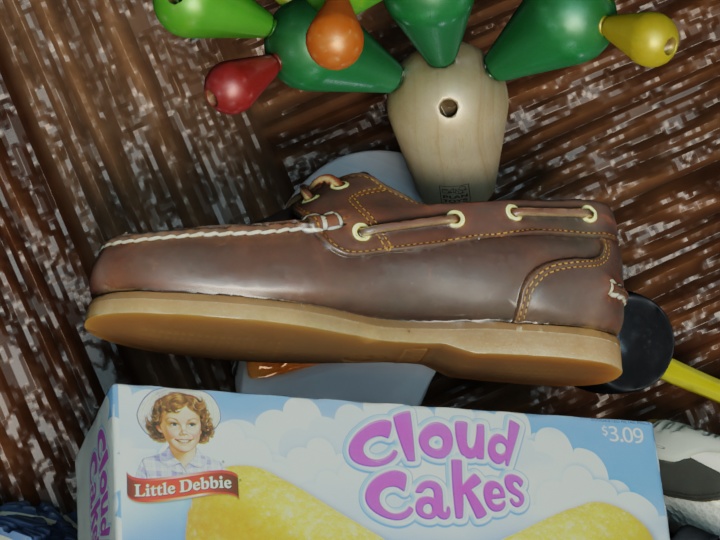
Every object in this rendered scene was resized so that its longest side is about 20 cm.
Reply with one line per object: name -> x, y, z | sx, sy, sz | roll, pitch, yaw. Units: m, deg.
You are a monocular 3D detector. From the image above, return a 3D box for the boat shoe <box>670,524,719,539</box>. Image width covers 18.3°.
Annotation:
boat shoe -> 0.094, 0.181, 0.849 | 0.062, 0.075, 0.201 | 36, 108, 14

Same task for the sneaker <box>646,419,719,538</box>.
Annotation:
sneaker -> 0.171, 0.144, 0.874 | 0.200, 0.076, 0.088 | 41, 82, -4

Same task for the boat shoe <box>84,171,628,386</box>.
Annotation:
boat shoe -> 0.000, 0.000, 0.806 | 0.199, 0.070, 0.071 | 5, 77, -17

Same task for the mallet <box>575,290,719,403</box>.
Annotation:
mallet -> 0.160, 0.056, 0.902 | 0.199, 0.066, 0.041 | 24, 85, -21

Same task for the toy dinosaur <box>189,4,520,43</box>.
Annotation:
toy dinosaur -> 0.007, -0.169, 0.833 | 0.200, 0.105, 0.181 | -35, 126, 24

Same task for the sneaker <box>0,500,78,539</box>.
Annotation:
sneaker -> -0.141, 0.130, 0.839 | 0.199, 0.077, 0.086 | 16, 95, 0

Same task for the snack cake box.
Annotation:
snack cake box -> 0.006, 0.108, 0.763 | 0.199, 0.067, 0.116 | 5, 60, -17

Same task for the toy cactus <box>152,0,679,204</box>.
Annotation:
toy cactus -> 0.033, -0.080, 0.793 | 0.199, 0.166, 0.103 | -15, 50, -3

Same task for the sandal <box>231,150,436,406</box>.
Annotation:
sandal -> -0.018, 0.051, 0.856 | 0.079, 0.059, 0.208 | 21, 70, -7
